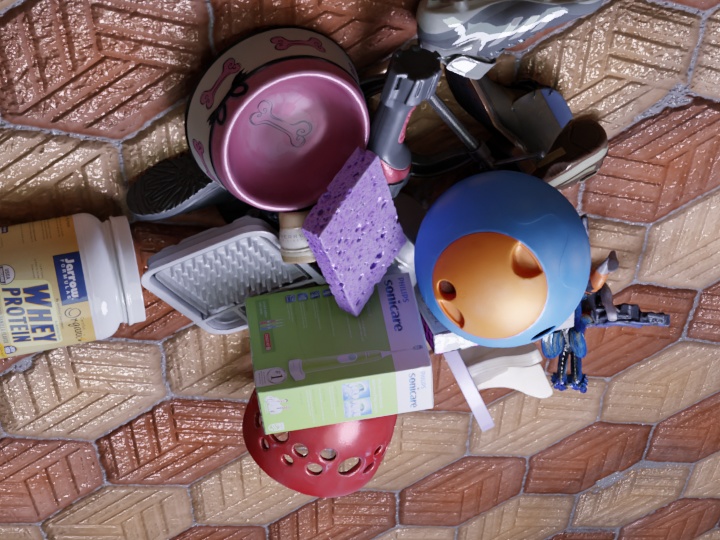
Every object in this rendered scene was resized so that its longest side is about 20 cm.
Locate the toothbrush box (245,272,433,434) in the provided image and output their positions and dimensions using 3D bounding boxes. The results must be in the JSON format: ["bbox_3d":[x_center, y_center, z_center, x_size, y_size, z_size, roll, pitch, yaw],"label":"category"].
[{"bbox_3d":[-0.026,0.095,1.627,0.200,0.146,0.086,-10,138,-3],"label":"toothbrush box"}]

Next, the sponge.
[{"bbox_3d":[-0.004,-0.040,1.532,0.112,0.030,0.200,-55,157,-16],"label":"sponge"}]

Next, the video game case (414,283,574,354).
[{"bbox_3d":[0.147,0.025,1.755,0.181,0.200,0.036,-11,121,-12],"label":"video game case"}]

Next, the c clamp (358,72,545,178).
[{"bbox_3d":[0.082,-0.164,1.566,0.171,0.027,0.200,-19,137,38],"label":"c clamp"}]

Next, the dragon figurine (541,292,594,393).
[{"bbox_3d":[0.271,0.082,1.844,0.059,0.100,0.200,0,141,17],"label":"dragon figurine"}]

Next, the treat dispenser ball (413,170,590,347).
[{"bbox_3d":[0.160,-0.013,1.590,0.200,0.201,0.201,-12,144,-9],"label":"treat dispenser ball"}]

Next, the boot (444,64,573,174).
[{"bbox_3d":[0.170,-0.201,1.596,0.097,0.075,0.200,-45,133,-6],"label":"boot"}]

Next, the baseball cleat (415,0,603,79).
[{"bbox_3d":[0.157,-0.261,1.483,0.200,0.070,0.107,-4,130,-2],"label":"baseball cleat"}]

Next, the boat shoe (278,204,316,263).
[{"bbox_3d":[-0.030,-0.078,1.585,0.074,0.200,0.069,0,116,28],"label":"boat shoe"}]

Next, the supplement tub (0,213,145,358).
[{"bbox_3d":[-0.348,0.015,1.558,0.200,0.145,0.145,-11,144,-11],"label":"supplement tub"}]

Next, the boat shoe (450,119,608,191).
[{"bbox_3d":[0.210,-0.111,1.709,0.202,0.075,0.075,-20,150,1],"label":"boat shoe"}]

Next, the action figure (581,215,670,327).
[{"bbox_3d":[0.323,0.020,1.911,0.200,0.105,0.194,3,151,12],"label":"action figure"}]

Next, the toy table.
[{"bbox_3d":[0.174,0.110,1.909,0.117,0.184,0.200,-26,116,1],"label":"toy table"}]

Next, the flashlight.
[{"bbox_3d":[0.042,-0.160,1.507,0.068,0.068,0.200,13,143,-7],"label":"flashlight"}]

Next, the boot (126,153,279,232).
[{"bbox_3d":[-0.154,-0.063,1.620,0.165,0.066,0.200,-23,149,9],"label":"boot"}]

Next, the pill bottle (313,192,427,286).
[{"bbox_3d":[0.000,0.000,1.722,0.114,0.114,0.200,22,128,-43],"label":"pill bottle"}]

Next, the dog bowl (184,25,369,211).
[{"bbox_3d":[-0.079,-0.151,1.473,0.200,0.074,0.200,-13,128,-18],"label":"dog bowl"}]

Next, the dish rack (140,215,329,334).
[{"bbox_3d":[-0.144,0.002,1.627,0.171,0.044,0.200,-20,151,17],"label":"dish rack"}]

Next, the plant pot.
[{"bbox_3d":[-0.042,0.173,1.862,0.200,0.201,0.183,0,137,-24],"label":"plant pot"}]
